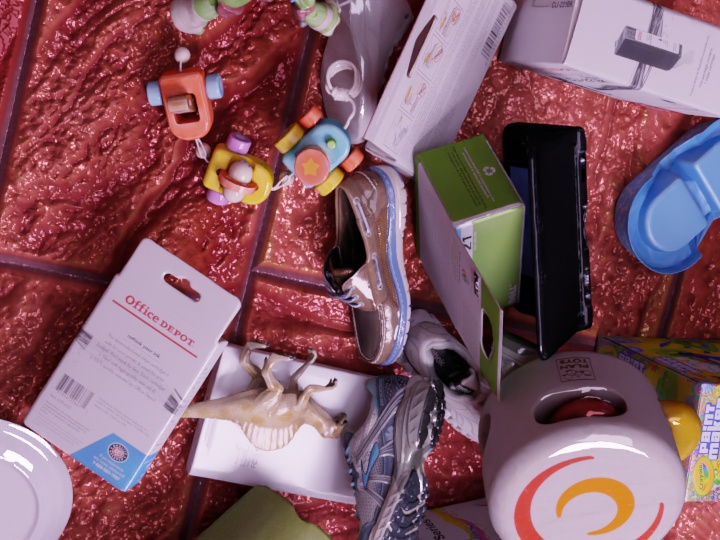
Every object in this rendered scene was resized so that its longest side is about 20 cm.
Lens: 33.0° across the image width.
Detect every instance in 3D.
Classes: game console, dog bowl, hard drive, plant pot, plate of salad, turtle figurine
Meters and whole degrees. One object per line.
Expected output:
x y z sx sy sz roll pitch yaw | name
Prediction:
0.161 -0.035 1.183 0.115 0.175 0.202 -11 104 -28 | game console
0.358 -0.085 1.321 0.200 0.050 0.112 -41 111 -9 | dog bowl
-0.063 0.157 1.225 0.198 0.027 0.133 14 94 -21 | hard drive
-0.114 0.316 1.167 0.200 0.200 0.190 48 70 -21 | plant pot
-0.364 0.209 1.110 0.198 0.048 0.202 -9 123 -14 | plate of salad
-0.071 -0.280 1.076 0.144 0.192 0.201 56 43 -40 | turtle figurine

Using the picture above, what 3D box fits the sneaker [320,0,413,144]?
0.013 -0.223 1.163 0.088 0.075 0.202 -9 105 -35 | sneaker

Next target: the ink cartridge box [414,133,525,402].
0.120 -0.002 1.143 0.075 0.201 0.149 -18 142 -10 | ink cartridge box

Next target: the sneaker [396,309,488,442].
0.113 0.124 1.256 0.200 0.081 0.075 42 83 -23 | sneaker

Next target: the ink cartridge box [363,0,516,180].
0.063 -0.196 1.142 0.201 0.044 0.176 -65 153 0 | ink cartridge box

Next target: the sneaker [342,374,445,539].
0.022 0.199 1.201 0.078 0.086 0.202 36 68 -59 | sneaker

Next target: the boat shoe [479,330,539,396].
0.188 0.116 1.257 0.201 0.074 0.065 25 93 -53 | boat shoe

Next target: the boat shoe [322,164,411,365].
0.000 0.000 1.184 0.072 0.072 0.202 -13 108 -33 | boat shoe

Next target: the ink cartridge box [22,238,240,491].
-0.202 0.084 1.118 0.115 0.067 0.201 33 88 4 | ink cartridge box

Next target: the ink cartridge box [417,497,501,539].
0.120 0.308 1.253 0.198 0.145 0.085 -8 108 -18 | ink cartridge box

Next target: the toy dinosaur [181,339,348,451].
-0.093 0.123 1.164 0.198 0.058 0.102 7 98 -21 | toy dinosaur

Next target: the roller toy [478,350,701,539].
0.206 0.174 1.147 0.182 0.140 0.200 34 117 -22 | roller toy

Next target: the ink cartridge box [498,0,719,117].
0.258 -0.219 1.208 0.198 0.144 0.085 14 96 -21 | ink cartridge box

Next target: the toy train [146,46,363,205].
-0.095 -0.128 1.113 0.198 0.056 0.152 -2 114 4 | toy train

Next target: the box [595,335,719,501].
0.374 0.151 1.290 0.191 0.200 0.123 3 100 -20 | box
